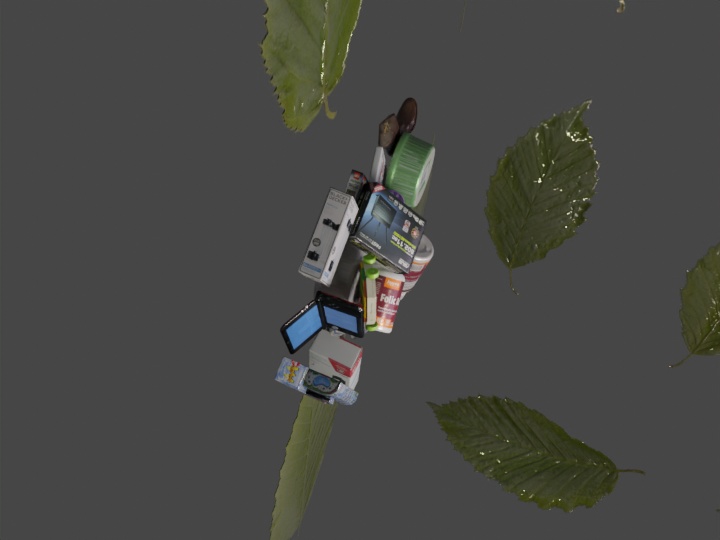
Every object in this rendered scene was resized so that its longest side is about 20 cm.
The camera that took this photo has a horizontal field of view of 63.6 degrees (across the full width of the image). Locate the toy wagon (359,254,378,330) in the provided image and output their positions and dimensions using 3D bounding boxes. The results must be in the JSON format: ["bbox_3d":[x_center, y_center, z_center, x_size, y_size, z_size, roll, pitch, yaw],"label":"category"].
[{"bbox_3d":[0.019,0.042,1.445,0.202,0.038,0.160,-101,-170,-60],"label":"toy wagon"}]

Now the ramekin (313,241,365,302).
[{"bbox_3d":[-0.044,0.006,1.540,0.202,0.091,0.209,20,89,-80],"label":"ramekin"}]

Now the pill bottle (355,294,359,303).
[{"bbox_3d":[0.000,0.000,1.689,0.113,0.109,0.207,69,35,-75],"label":"pill bottle"}]

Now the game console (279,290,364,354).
[{"bbox_3d":[-0.084,0.146,1.388,0.201,0.167,0.122,87,22,-66],"label":"game console"}]

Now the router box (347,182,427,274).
[{"bbox_3d":[0.065,-0.104,1.467,0.061,0.197,0.154,2,-115,55],"label":"router box"}]

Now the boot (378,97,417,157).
[{"bbox_3d":[0.104,-0.423,1.647,0.199,0.062,0.193,5,102,-75],"label":"boot"}]

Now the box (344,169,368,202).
[{"bbox_3d":[-0.009,-0.184,1.535,0.200,0.034,0.114,30,79,-80],"label":"box"}]

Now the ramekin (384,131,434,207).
[{"bbox_3d":[0.143,-0.283,1.669,0.200,0.095,0.206,21,89,-80],"label":"ramekin"}]

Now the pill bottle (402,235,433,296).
[{"bbox_3d":[0.126,-0.010,1.707,0.115,0.112,0.202,-58,178,-47],"label":"pill bottle"}]

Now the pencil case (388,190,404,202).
[{"bbox_3d":[0.090,-0.156,1.633,0.200,0.082,0.088,56,56,-75],"label":"pencil case"}]

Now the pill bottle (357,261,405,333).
[{"bbox_3d":[0.058,0.054,1.577,0.114,0.110,0.207,6,99,-79],"label":"pill bottle"}]

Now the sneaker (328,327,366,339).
[{"bbox_3d":[-0.034,0.145,1.704,0.074,0.088,0.198,-41,149,17],"label":"sneaker"}]

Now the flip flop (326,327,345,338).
[{"bbox_3d":[-0.065,0.148,1.777,0.058,0.078,0.207,-127,-130,-67],"label":"flip flop"}]

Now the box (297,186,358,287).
[{"bbox_3d":[-0.071,-0.074,1.340,0.117,0.058,0.206,55,55,-78],"label":"box"}]

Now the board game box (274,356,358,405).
[{"bbox_3d":[-0.125,0.285,1.469,0.063,0.194,0.200,-67,155,-13],"label":"board game box"}]

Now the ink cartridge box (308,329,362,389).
[{"bbox_3d":[-0.077,0.284,1.734,0.203,0.142,0.084,96,20,-52],"label":"ink cartridge box"}]

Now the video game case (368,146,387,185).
[{"bbox_3d":[0.041,-0.207,1.585,0.182,0.023,0.208,56,44,-77],"label":"video game case"}]
